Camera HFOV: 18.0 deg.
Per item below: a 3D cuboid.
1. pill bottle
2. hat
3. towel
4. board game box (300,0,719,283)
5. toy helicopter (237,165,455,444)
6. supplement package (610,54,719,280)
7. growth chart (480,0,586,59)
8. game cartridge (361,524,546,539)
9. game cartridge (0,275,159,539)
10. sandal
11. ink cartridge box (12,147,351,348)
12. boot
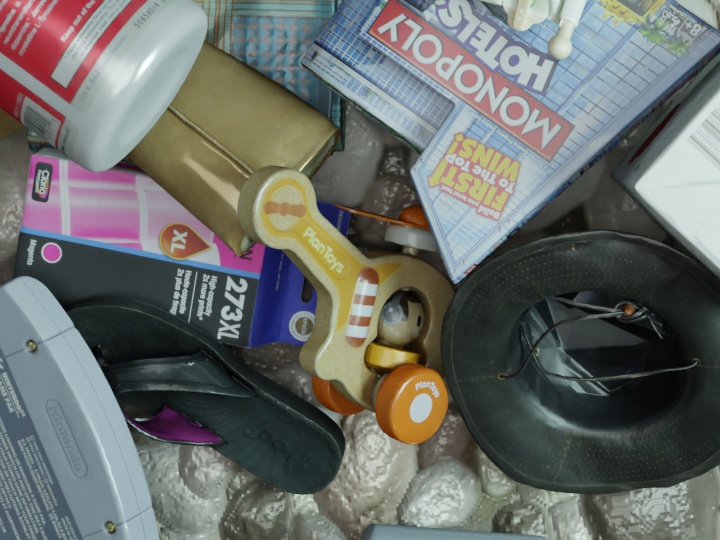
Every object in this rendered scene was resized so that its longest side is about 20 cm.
[{"bbox_3d":[-0.194,-0.155,1.266,0.200,0.112,0.113,36,95,4],"label":"pill bottle"},{"bbox_3d":[0.141,0.038,1.349,0.199,0.081,0.202,3,127,5],"label":"hat"},{"bbox_3d":[-0.106,-0.143,1.391,0.198,0.022,0.148,1,94,3],"label":"towel"},{"bbox_3d":[0.070,-0.104,1.296,0.199,0.062,0.200,35,92,7],"label":"board game box"},{"bbox_3d":[0.000,0.000,1.336,0.133,0.079,0.200,-54,130,-13],"label":"toy helicopter"},{"bbox_3d":[0.228,-0.055,1.289,0.120,0.200,0.121,42,94,-1],"label":"supplement package"},{"bbox_3d":[0.055,-0.214,1.277,0.199,0.018,0.145,22,78,19],"label":"growth chart"},{"bbox_3d":[0.048,0.255,1.353,0.132,0.042,0.201,7,73,-18],"label":"game cartridge"},{"bbox_3d":[-0.200,0.110,1.381,0.133,0.041,0.201,-21,93,29],"label":"game cartridge"},{"bbox_3d":[-0.102,0.078,1.378,0.200,0.048,0.076,27,123,-3],"label":"sandal"},{"bbox_3d":[-0.111,-0.010,1.391,0.199,0.037,0.095,10,102,0],"label":"ink cartridge box"},{"bbox_3d":[-0.140,-0.078,1.339,0.200,0.066,0.175,38,84,5],"label":"boot"}]
